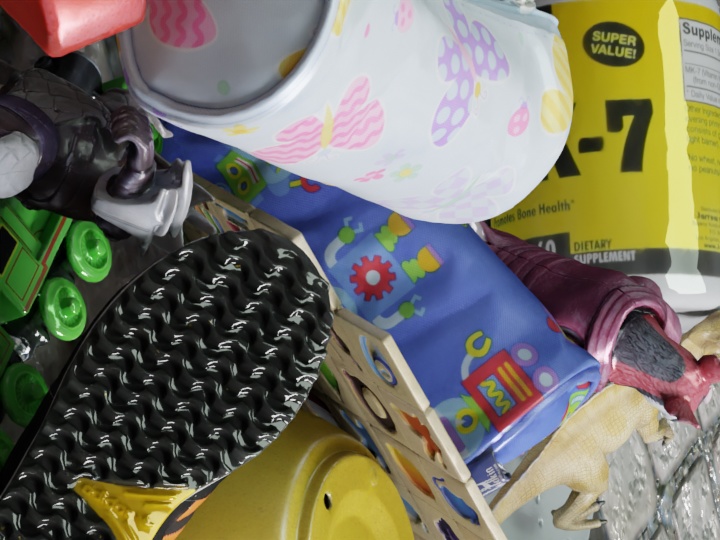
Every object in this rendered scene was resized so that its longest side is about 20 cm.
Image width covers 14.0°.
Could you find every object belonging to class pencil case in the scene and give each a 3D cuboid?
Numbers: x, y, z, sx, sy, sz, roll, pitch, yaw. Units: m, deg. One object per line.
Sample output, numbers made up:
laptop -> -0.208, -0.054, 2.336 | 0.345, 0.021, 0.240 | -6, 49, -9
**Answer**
pencil case -> 0.000, 0.000, 1.113 | 0.200, 0.087, 0.078 | 48, 5, 10
pencil case -> 0.000, -0.072, 0.994 | 0.200, 0.091, 0.083 | 15, 40, -60

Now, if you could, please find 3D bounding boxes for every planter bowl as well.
planter bowl -> -0.033, 0.115, 1.053 | 0.200, 0.083, 0.201 | 27, 60, -59

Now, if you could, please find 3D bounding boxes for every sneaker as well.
sneaker -> -0.087, 0.070, 0.949 | 0.070, 0.090, 0.200 | 39, 66, -10

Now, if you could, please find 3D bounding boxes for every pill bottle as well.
pill bottle -> 0.113, -0.073, 1.353 | 0.114, 0.114, 0.201 | 15, 69, -62

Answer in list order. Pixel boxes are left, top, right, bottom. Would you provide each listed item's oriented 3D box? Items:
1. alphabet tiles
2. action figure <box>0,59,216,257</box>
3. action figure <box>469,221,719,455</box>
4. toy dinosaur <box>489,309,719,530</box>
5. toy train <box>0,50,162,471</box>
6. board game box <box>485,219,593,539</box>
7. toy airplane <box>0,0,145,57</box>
alphabet tiles -> -0.003, 0.050, 1.073 | 0.006, 0.166, 0.200 | -38, 121, -15
action figure -> -0.121, -0.041, 0.937 | 0.200, 0.130, 0.070 | -15, 122, -59
action figure -> 0.069, 0.009, 1.191 | 0.134, 0.199, 0.150 | -34, 129, -42
toy dinosaur -> 0.096, 0.078, 1.321 | 0.058, 0.200, 0.101 | 47, -11, 15
toy train -> -0.120, -0.001, 1.012 | 0.056, 0.042, 0.200 | 51, 39, -30
board game box -> 0.064, 0.048, 1.378 | 0.200, 0.026, 0.201 | 56, 37, -41
toy airplane -> -0.127, -0.184, 0.877 | 0.141, 0.198, 0.201 | 130, -18, -65
